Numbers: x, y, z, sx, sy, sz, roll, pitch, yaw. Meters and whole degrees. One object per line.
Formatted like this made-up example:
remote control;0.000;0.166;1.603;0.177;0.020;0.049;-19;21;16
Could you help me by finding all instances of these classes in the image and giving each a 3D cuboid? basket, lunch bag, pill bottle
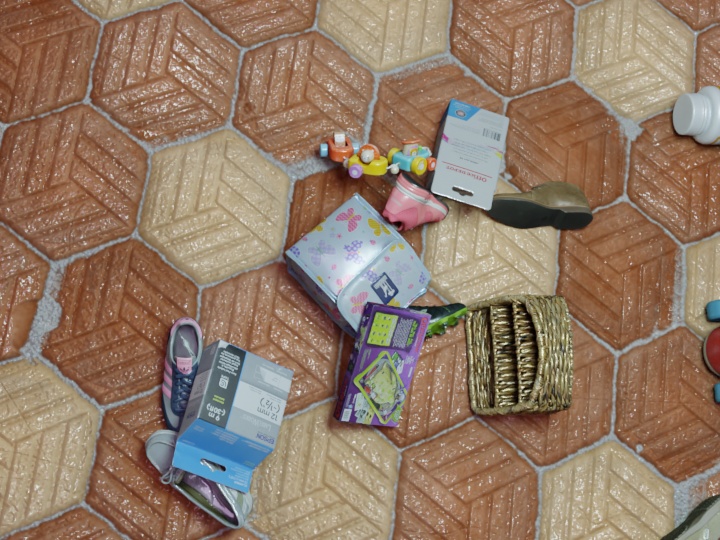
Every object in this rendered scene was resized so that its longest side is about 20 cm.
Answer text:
basket;0.268;0.142;1.581;0.148;0.143;0.201;3;77;-10
lunch bag;0.000;0.000;1.569;0.170;0.127;0.200;-40;79;-14
pill bottle;0.702;-0.292;1.775;0.199;0.109;0.110;1;77;-10

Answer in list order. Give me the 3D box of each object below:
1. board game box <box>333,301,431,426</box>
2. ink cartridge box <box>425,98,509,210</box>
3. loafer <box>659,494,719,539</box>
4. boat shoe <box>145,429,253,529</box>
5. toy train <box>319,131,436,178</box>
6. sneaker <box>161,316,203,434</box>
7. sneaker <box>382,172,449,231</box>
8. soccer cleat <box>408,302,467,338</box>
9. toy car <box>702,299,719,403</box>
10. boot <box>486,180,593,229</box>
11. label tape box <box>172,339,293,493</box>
board game box;0.036;0.156;1.535;0.120;0.032;0.201;13;99;-29
ink cartridge box;0.187;-0.192;1.666;0.115;0.068;0.200;17;64;-5
loafer;0.568;0.463;1.595;0.200;0.076;0.068;-36;79;-16
boat shoe;-0.257;0.329;1.477;0.202;0.065;0.074;43;100;-3
toy train;0.031;-0.211;1.615;0.199;0.150;0.056;-2;118;-6
sneaker;-0.287;0.172;1.509;0.070;0.082;0.201;-2;78;-10
sneaker;0.085;-0.105;1.597;0.074;0.200;0.087;40;97;21
soccer cleat;0.087;0.084;1.607;0.199;0.068;0.081;-20;69;-13
toy car;0.720;0.133;1.633;0.176;0.200;0.185;2;77;-9
boot;0.319;-0.124;1.700;0.199;0.074;0.076;4;57;-13
label tape box;-0.198;0.229;1.475;0.143;0.066;0.200;28;56;-27
